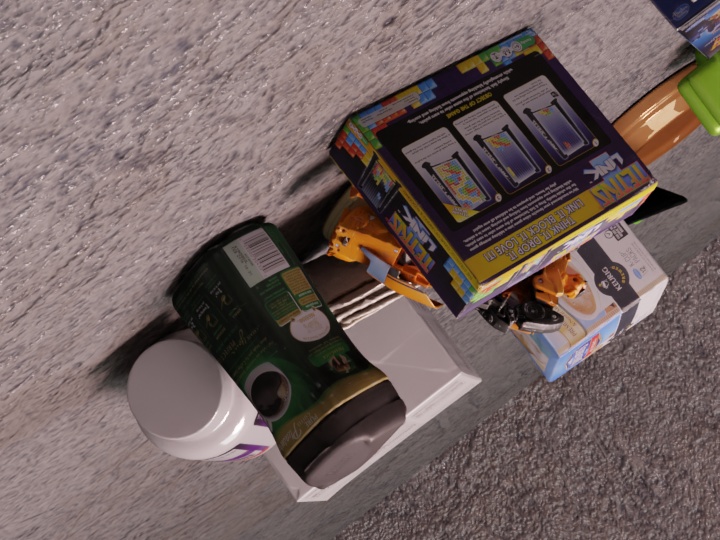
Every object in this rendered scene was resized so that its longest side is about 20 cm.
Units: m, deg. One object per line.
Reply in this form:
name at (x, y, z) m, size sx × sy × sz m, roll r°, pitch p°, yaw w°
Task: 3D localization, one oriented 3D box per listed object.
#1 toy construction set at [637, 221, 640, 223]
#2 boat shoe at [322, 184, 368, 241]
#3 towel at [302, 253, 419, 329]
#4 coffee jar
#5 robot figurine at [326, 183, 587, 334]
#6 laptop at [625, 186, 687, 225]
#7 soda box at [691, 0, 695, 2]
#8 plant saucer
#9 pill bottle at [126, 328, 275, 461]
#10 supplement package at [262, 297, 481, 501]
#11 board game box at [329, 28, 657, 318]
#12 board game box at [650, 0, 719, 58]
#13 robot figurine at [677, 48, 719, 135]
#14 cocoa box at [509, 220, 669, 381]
toy construction set at (0.275, -0.052, 2.244) m, size 0.200 × 0.092 × 0.131 m, roll -40°, pitch 146°, yaw -24°
boat shoe at (0.059, -0.077, 1.591) m, size 0.201 × 0.063 × 0.073 m, roll -36°, pitch 168°, yaw -4°
towel at (0.000, 0.000, 1.616) m, size 0.132 × 0.034 × 0.200 m, roll -28°, pitch -167°, yaw -12°
coffee jar at (-0.054, 0.068, 1.489) m, size 0.085 × 0.200 × 0.104 m, roll -26°, pitch 164°, yaw -42°
robot figurine at (0.081, -0.019, 1.497) m, size 0.058 × 0.200 × 0.145 m, roll 118°, pitch -5°, yaw -48°
laptop at (0.212, -0.042, 2.038) m, size 0.177 × 0.200 × 0.103 m, roll -21°, pitch 123°, yaw -43°
soda box at (0.321, -0.294, 1.501) m, size 0.200 × 0.068 × 0.064 m, roll -32°, pitch 168°, yaw -21°
plant saucer at (0.336, -0.165, 2.120) m, size 0.200 × 0.037 × 0.200 m, roll -34°, pitch 168°, yaw -9°
pill bottle at (-0.131, 0.107, 1.635) m, size 0.111 × 0.111 × 0.200 m, roll -38°, pitch 168°, yaw 4°
supplement package at (-0.014, 0.102, 1.843) m, size 0.200 × 0.156 × 0.111 m, roll -38°, pitch 166°, yaw 7°
board game box at (0.103, -0.078, 1.467) m, size 0.200 × 0.165 × 0.057 m, roll -28°, pitch 165°, yaw -32°
board game box at (0.333, -0.263, 1.670) m, size 0.200 × 0.062 × 0.200 m, roll -37°, pitch 169°, yaw 0°
robot figurine at (0.425, -0.223, 1.955) m, size 0.200 × 0.116 × 0.175 m, roll -36°, pitch 177°, yaw -8°
cocoa box at (0.178, -0.017, 1.831) m, size 0.131 × 0.200 × 0.133 m, roll -35°, pitch 168°, yaw -7°
